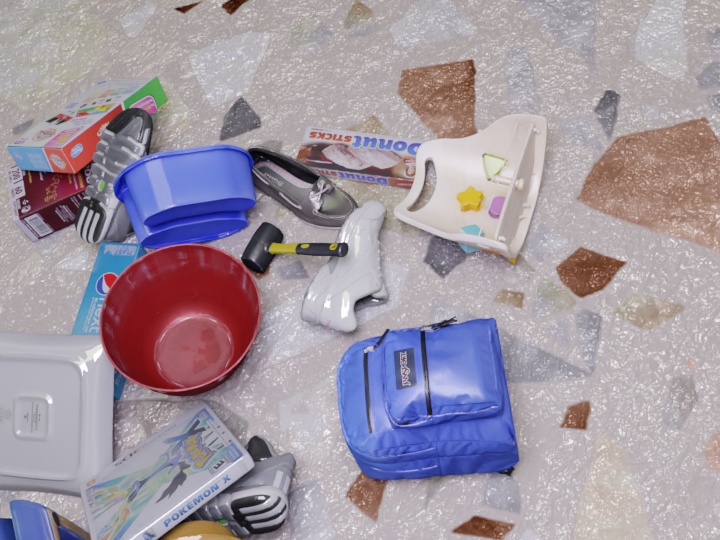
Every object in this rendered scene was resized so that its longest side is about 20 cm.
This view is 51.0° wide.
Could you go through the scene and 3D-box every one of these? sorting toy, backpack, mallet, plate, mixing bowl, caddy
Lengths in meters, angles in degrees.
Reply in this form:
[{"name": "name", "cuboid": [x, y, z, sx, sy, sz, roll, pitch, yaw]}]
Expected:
[{"name": "sorting toy", "cuboid": [0.141, -0.107, 1.009, 0.176, 0.107, 0.204, 13, 65, 22]}, {"name": "backpack", "cuboid": [0.068, 0.137, 0.854, 0.195, 0.169, 0.166, -10, 53, 10]}, {"name": "mallet", "cuboid": [-0.082, -0.037, 1.001, 0.197, 0.041, 0.067, -5, 51, 44]}, {"name": "plate", "cuboid": [-0.403, 0.181, 0.946, 0.194, 0.032, 0.206, 1, 91, 12]}, {"name": "mixing bowl", "cuboid": [-0.220, 0.081, 0.962, 0.194, 0.109, 0.204, 1, 58, -1]}, {"name": "caddy", "cuboid": [-0.236, -0.111, 1.039, 0.196, 0.142, 0.107, -12, 72, -25]}]

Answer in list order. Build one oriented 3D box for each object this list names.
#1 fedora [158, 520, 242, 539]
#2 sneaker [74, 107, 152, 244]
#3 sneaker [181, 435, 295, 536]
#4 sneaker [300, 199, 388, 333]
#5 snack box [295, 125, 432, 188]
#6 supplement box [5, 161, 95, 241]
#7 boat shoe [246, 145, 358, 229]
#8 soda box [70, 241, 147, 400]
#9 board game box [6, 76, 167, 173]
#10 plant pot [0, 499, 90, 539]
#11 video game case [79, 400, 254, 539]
[{"name": "fedora", "cuboid": [-0.175, 0.332, 0.800, 0.196, 0.204, 0.082, -21, 32, -1]}, {"name": "sneaker", "cuboid": [-0.333, -0.132, 1.097, 0.074, 0.115, 0.203, 30, 99, 22]}, {"name": "sneaker", "cuboid": [-0.158, 0.254, 0.891, 0.195, 0.076, 0.116, -13, 30, 23]}, {"name": "sneaker", "cuboid": [0.000, 0.000, 1.002, 0.098, 0.078, 0.203, 27, 66, 2]}, {"name": "snack box", "cuboid": [0.004, -0.166, 1.108, 0.195, 0.024, 0.073, 10, 65, 16]}, {"name": "supplement box", "cuboid": [-0.434, -0.139, 1.160, 0.196, 0.061, 0.110, -25, 59, -4]}, {"name": "boat shoe", "cuboid": [-0.090, -0.120, 1.083, 0.197, 0.057, 0.067, 28, 70, 23]}, {"name": "soda box", "cuboid": [-0.339, 0.066, 1.026, 0.062, 0.068, 0.204, 3, 63, 12]}, {"name": "board game box", "cuboid": [-0.408, -0.222, 1.134, 0.150, 0.041, 0.201, 8, 45, 37]}, {"name": "plant pot", "cuboid": [-0.370, 0.370, 0.799, 0.176, 0.202, 0.202, -24, 59, -10]}, {"name": "video game case", "cuboid": [-0.226, 0.233, 0.856, 0.180, 0.022, 0.199, -34, 21, -18]}]
